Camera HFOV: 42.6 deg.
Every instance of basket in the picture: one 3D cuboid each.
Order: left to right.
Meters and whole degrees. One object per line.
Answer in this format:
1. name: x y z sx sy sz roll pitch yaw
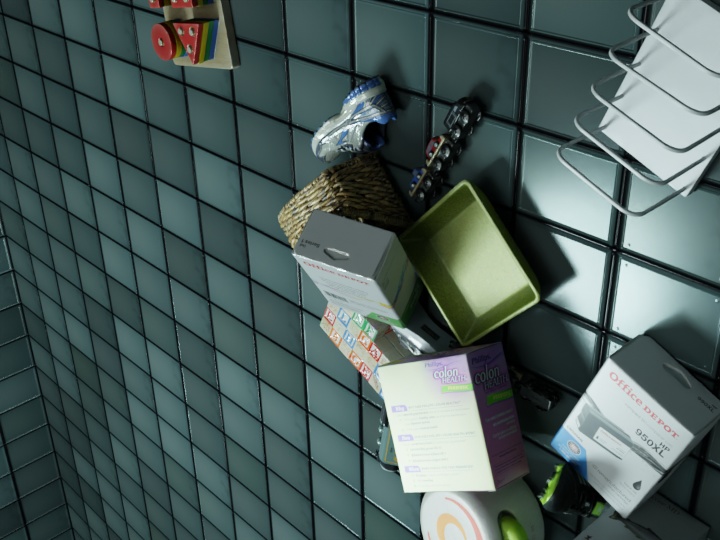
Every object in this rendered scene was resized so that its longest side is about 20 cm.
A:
1. basket: -0.032 -0.072 1.498 0.200 0.142 0.150 -36 80 53

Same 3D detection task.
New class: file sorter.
1. file sorter: 0.327 -0.182 1.011 0.139 0.124 0.201 45 139 24

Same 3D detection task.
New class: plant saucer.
1. plant saucer: 0.168 -0.013 1.366 0.201 0.048 0.200 59 143 7

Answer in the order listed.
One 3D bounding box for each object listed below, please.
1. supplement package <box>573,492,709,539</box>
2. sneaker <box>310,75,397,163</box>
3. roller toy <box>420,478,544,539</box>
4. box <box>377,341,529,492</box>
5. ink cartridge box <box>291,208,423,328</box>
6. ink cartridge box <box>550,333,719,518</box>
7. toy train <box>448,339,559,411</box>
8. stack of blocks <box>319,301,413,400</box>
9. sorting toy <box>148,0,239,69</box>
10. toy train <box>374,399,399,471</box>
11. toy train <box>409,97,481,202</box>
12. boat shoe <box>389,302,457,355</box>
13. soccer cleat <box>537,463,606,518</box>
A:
1. supplement package: 0.358 0.402 1.244 0.117 0.199 0.118 31 132 36
2. sneaker: -0.010 -0.214 1.450 0.085 0.077 0.200 55 143 6
3. roller toy: 0.199 0.409 1.497 0.200 0.139 0.183 49 135 33
4. box: 0.138 0.223 1.393 0.175 0.096 0.202 -14 88 42
5. ink cartridge box: 0.000 0.000 1.425 0.144 0.084 0.200 18 162 23
6. ink cartridge box: 0.362 0.207 1.224 0.145 0.084 0.201 45 139 25
7. toy train: 0.217 0.154 1.407 0.199 0.046 0.034 30 116 35
8. stack of blocks: 0.023 0.120 1.612 0.200 0.058 0.116 48 140 22
9. sorting toy: -0.321 -0.468 1.688 0.199 0.069 0.200 16 122 45
10. toy train: 0.087 0.273 1.571 0.113 0.085 0.201 10 129 3
11. toy train: 0.117 -0.172 1.340 0.046 0.034 0.200 56 142 24
12. boat shoe: 0.093 0.108 1.519 0.200 0.070 0.066 39 136 19
13. soccer cleat: 0.304 0.316 1.303 0.081 0.200 0.068 29 91 23
